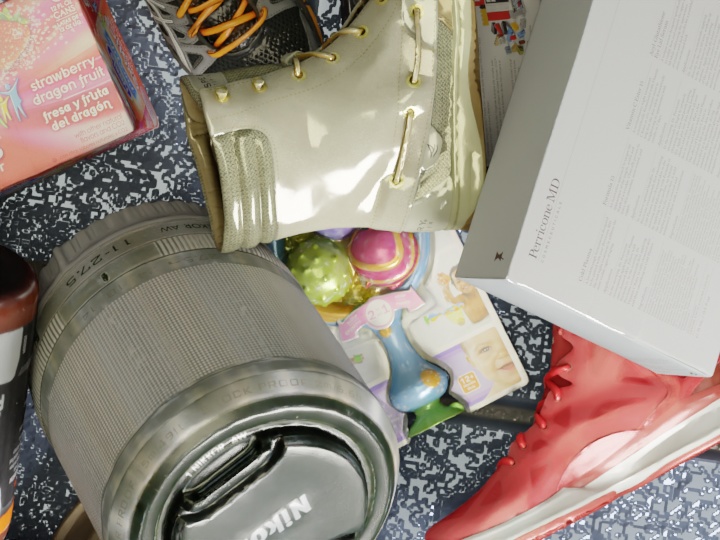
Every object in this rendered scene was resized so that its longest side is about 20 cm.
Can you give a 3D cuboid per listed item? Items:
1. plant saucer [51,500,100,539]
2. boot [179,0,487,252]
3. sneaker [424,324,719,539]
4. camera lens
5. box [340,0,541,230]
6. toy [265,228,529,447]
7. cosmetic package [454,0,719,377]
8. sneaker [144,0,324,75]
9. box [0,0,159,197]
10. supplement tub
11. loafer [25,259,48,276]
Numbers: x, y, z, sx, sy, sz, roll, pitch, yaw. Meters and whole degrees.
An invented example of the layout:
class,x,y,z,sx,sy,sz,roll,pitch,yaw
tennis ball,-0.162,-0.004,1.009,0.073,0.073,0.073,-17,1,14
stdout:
class,x,y,z,sx,sy,sz,roll,pitch,yaw
plant saucer,-0.086,0.198,1.674,0.200,0.029,0.201,0,94,4
boot,-0.019,-0.113,1.548,0.154,0.072,0.200,-6,91,-12
sneaker,0.108,0.081,1.639,0.200,0.078,0.116,-27,84,-7
camera lens,-0.082,0.076,1.556,0.160,0.200,0.160,-14,128,-18
box,0.046,-0.126,1.614,0.110,0.035,0.201,-3,86,-7
toy,0.000,0.000,1.643,0.115,0.047,0.200,-26,93,4
cosmetic package,0.147,-0.062,1.567,0.151,0.052,0.200,26,76,-34
sneaker,-0.093,-0.163,1.623,0.078,0.077,0.200,-40,92,4
box,-0.224,-0.081,1.624,0.200,0.103,0.095,-23,93,6
supplement tub,-0.232,0.086,1.566,0.107,0.107,0.200,10,113,3
loafer,-0.230,0.035,1.645,0.200,0.072,0.063,0,123,-16
